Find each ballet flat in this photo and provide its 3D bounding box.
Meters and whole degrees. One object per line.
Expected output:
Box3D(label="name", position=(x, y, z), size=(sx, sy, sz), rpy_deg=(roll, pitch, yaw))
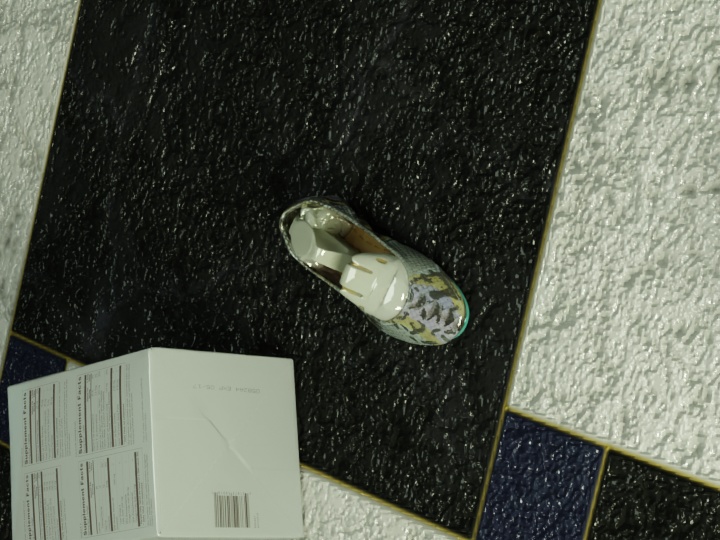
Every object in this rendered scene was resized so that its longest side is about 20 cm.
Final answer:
Box3D(label="ballet flat", position=(0.000, 0.000, 1.640), size=(0.200, 0.072, 0.072), rpy_deg=(37, 111, 44))

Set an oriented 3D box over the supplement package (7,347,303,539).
Box3D(label="supplement package", position=(-0.170, 0.156, 1.739), size=(0.200, 0.152, 0.151), rpy_deg=(-16, 73, 45))
